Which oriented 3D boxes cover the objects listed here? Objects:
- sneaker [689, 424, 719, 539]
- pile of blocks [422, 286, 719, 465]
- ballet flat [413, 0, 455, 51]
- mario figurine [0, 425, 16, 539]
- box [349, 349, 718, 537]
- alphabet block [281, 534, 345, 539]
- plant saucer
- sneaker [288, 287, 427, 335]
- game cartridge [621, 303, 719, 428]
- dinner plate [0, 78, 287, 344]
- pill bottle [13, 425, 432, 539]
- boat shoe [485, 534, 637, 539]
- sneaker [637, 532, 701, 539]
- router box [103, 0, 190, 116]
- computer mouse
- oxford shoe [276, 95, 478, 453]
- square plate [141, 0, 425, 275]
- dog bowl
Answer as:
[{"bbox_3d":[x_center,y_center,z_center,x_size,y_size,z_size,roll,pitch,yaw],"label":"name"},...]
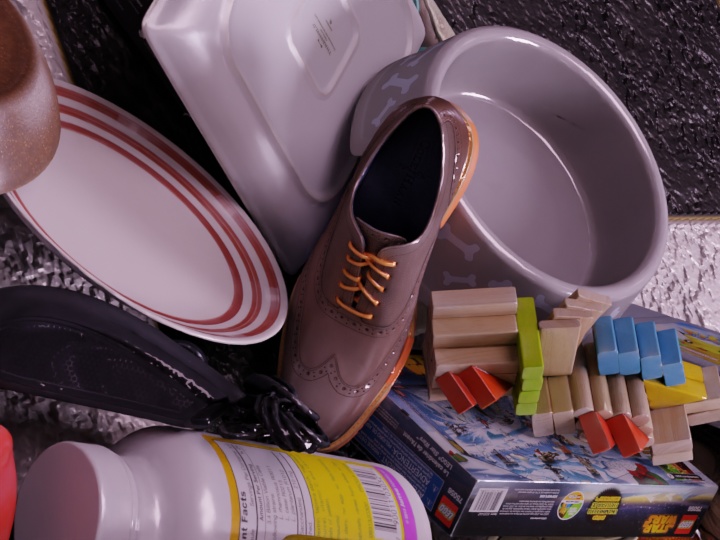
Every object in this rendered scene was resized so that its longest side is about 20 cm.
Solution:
[{"bbox_3d":[0.232,0.138,1.608,0.200,0.070,0.076,-117,-167,-69],"label":"sneaker"},{"bbox_3d":[0.123,0.062,1.480,0.199,0.082,0.062,12,50,-25],"label":"pile of blocks"},{"bbox_3d":[0.027,-0.138,1.683,0.200,0.067,0.062,59,9,0],"label":"ballet flat"},{"bbox_3d":[-0.242,0.072,1.253,0.123,0.106,0.200,-41,83,-15],"label":"mario figurine"},{"bbox_3d":[0.086,0.096,1.528,0.200,0.040,0.137,6,27,-43],"label":"box"},{"bbox_3d":[0.072,0.242,1.282,0.196,0.195,0.201,10,88,-43],"label":"alphabet block"},{"bbox_3d":[-0.233,-0.117,1.361,0.200,0.037,0.201,25,33,-17],"label":"plant saucer"},{"bbox_3d":[0.016,-0.023,1.568,0.200,0.077,0.111,-15,66,-41],"label":"sneaker"},{"bbox_3d":[0.208,0.062,1.621,0.200,0.041,0.133,21,7,26],"label":"game cartridge"},{"bbox_3d":[-0.123,-0.028,1.430,0.200,0.024,0.200,32,23,-15],"label":"dinner plate"},{"bbox_3d":[-0.068,0.133,1.344,0.200,0.104,0.105,14,54,-39],"label":"pill bottle"},{"bbox_3d":[0.097,0.171,1.512,0.075,0.069,0.200,25,18,18],"label":"boat shoe"},{"bbox_3d":[0.214,0.224,1.589,0.073,0.077,0.201,3,58,-43],"label":"sneaker"},{"bbox_3d":[-0.098,-0.204,1.586,0.200,0.062,0.150,54,38,-1],"label":"router box"},{"bbox_3d":[-0.114,0.042,1.336,0.199,0.138,0.053,13,90,-10],"label":"computer mouse"},{"bbox_3d":[0.000,0.000,1.438,0.071,0.201,0.073,20,1,9],"label":"oxford shoe"},{"bbox_3d":[-0.031,-0.134,1.530,0.198,0.028,0.200,-62,140,-32],"label":"square plate"},{"bbox_3d":[0.091,-0.049,1.549,0.200,0.059,0.201,21,51,-29],"label":"dog bowl"}]
